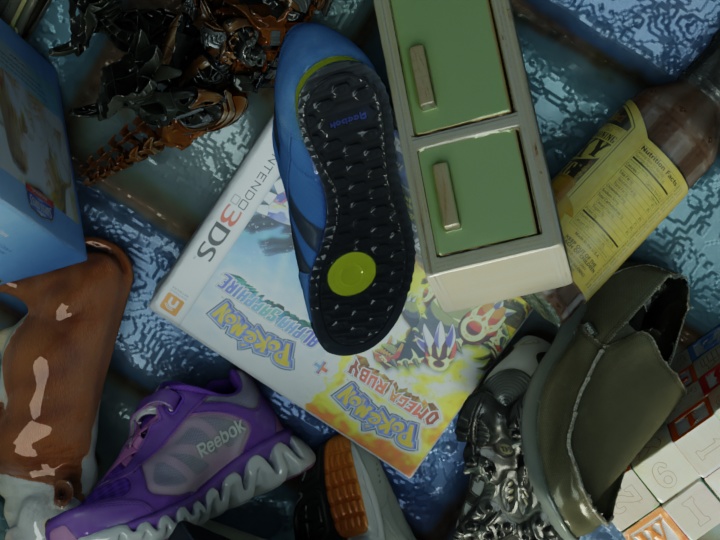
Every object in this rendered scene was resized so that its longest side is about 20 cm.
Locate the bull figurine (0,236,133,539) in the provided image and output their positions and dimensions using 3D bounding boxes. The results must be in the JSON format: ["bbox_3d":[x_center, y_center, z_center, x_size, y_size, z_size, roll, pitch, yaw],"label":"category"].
[{"bbox_3d":[-0.204,0.073,1.017,0.121,0.065,0.201,14,79,3],"label":"bull figurine"}]

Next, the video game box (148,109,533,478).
[{"bbox_3d":[0.000,0.000,1.019,0.200,0.047,0.183,33,107,-6],"label":"video game box"}]

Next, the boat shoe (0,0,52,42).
[{"bbox_3d":[-0.159,-0.215,0.954,0.060,0.072,0.202,42,111,-10],"label":"boat shoe"}]

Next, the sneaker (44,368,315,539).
[{"bbox_3d":[-0.117,0.115,1.002,0.080,0.200,0.089,-26,88,40],"label":"sneaker"}]

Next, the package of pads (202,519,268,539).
[{"bbox_3d":[-0.101,0.241,1.055,0.199,0.068,0.155,16,108,24],"label":"package of pads"}]

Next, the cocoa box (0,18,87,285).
[{"bbox_3d":[-0.252,-0.072,0.917,0.131,0.200,0.134,-15,74,8],"label":"cocoa box"}]

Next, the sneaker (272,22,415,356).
[{"bbox_3d":[-0.014,-0.047,0.959,0.066,0.078,0.201,-15,123,-15],"label":"sneaker"}]

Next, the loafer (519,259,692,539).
[{"bbox_3d":[0.145,0.064,0.948,0.069,0.201,0.075,-10,133,32],"label":"loafer"}]

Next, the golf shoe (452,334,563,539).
[{"bbox_3d":[0.104,0.129,1.037,0.077,0.095,0.201,13,134,14],"label":"golf shoe"}]

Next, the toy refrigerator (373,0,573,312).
[{"bbox_3d":[0.059,-0.087,0.922,0.076,0.070,0.201,-12,69,8],"label":"toy refrigerator"}]

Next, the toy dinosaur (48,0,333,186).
[{"bbox_3d":[-0.098,-0.115,0.963,0.102,0.135,0.201,41,109,38],"label":"toy dinosaur"}]

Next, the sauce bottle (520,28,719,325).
[{"bbox_3d":[0.160,-0.059,0.961,0.065,0.065,0.200,45,83,-9],"label":"sauce bottle"}]

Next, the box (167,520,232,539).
[{"bbox_3d":[-0.051,0.275,0.916,0.200,0.117,0.197,27,94,-30],"label":"box"}]

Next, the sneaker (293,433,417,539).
[{"bbox_3d":[0.023,0.199,1.070,0.076,0.092,0.201,-17,86,48],"label":"sneaker"}]

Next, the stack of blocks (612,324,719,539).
[{"bbox_3d":[0.230,0.077,0.989,0.200,0.115,0.059,-37,101,13],"label":"stack of blocks"}]
